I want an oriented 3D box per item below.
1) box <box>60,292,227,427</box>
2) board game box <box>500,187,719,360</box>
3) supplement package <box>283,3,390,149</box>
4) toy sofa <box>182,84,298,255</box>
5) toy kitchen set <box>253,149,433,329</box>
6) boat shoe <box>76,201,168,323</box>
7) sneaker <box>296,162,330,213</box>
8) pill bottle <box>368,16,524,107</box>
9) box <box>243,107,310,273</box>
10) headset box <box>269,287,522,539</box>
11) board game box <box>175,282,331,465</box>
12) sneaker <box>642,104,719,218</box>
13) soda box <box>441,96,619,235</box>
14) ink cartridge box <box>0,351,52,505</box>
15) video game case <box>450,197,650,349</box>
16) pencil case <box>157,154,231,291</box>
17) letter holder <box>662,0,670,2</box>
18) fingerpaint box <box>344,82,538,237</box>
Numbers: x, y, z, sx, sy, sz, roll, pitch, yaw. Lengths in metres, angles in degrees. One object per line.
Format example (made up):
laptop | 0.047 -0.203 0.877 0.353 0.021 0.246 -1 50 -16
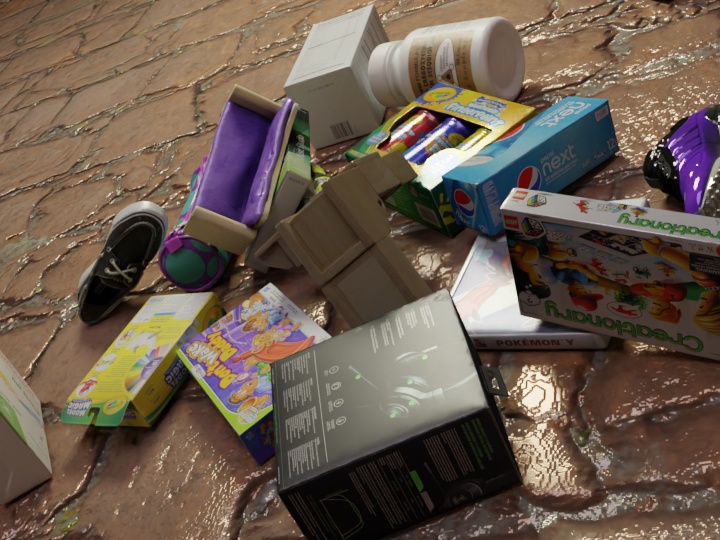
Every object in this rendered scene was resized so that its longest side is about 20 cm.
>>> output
box | -0.248 0.110 1.139 0.116 0.049 0.201 -4 37 38
board game box | 0.220 0.002 0.829 0.198 0.127 0.035 12 47 33
supplement package | -0.023 -0.292 1.478 0.113 0.110 0.201 -12 35 23
toy sofa | -0.147 -0.131 1.220 0.098 0.082 0.202 -44 29 56
toy kitchen set | 0.000 0.000 1.060 0.163 0.181 0.200 -39 -2 27
boat shoe | -0.310 -0.005 1.285 0.200 0.070 0.064 -49 29 33
sneaker | -0.043 -0.076 1.245 0.075 0.076 0.201 4 27 -10
pill bottle | 0.113 -0.275 1.347 0.198 0.115 0.115 2 42 39
box | -0.107 -0.110 1.275 0.201 0.036 0.145 -99 32 -57
headset box | 0.030 0.126 0.862 0.198 0.093 0.175 -24 32 6
board game box | -0.100 0.101 1.041 0.134 0.045 0.200 -37 33 -13
sneaker | 0.327 -0.093 0.978 0.099 0.070 0.201 -13 30 35
soda box | 0.189 -0.119 1.089 0.199 0.065 0.068 -32 27 -22
ink cartridge box | -0.420 0.159 1.135 0.067 0.118 0.200 -31 32 -7
video game case | 0.181 0.002 0.989 0.180 0.023 0.201 -4 40 34
pencil case | -0.205 -0.065 1.313 0.084 0.093 0.201 -16 33 17
letter holder | 0.419 -0.477 1.414 0.141 0.101 0.200 -31 32 -9
fingerpaint box | 0.102 -0.143 1.205 0.166 0.074 0.200 -37 33 -14
